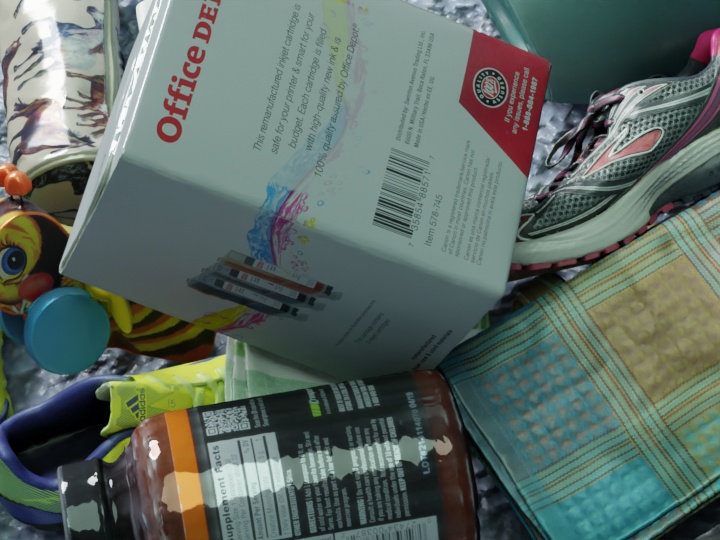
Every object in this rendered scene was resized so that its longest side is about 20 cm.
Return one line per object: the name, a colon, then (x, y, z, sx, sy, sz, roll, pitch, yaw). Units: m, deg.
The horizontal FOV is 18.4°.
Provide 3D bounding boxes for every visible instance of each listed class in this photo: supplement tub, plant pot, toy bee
supplement tub: (-0.047, 0.115, 1.097, 0.199, 0.107, 0.107, -9, 57, -6)
plant pot: (0.148, -0.189, 1.282, 0.160, 0.201, 0.201, -30, 59, 0)
toy bee: (-0.165, 0.000, 1.188, 0.131, 0.109, 0.199, 20, 19, 37)

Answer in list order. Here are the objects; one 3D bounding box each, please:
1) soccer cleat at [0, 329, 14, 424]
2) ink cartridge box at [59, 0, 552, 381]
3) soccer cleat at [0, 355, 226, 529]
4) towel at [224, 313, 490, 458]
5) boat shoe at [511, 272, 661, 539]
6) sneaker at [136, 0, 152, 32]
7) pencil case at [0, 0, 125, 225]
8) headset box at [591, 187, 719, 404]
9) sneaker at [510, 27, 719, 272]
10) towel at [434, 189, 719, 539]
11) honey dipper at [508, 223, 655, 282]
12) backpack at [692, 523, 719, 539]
soccer cleat: (-0.225, 0.056, 1.244, 0.083, 0.065, 0.201, 25, 54, -14)
ink cartridge box: (-0.030, -0.052, 1.119, 0.199, 0.145, 0.146, 21, 61, -11)
soccer cleat: (-0.103, 0.079, 1.183, 0.199, 0.084, 0.065, -21, 57, -8)
towel: (0.000, 0.000, 1.203, 0.152, 0.023, 0.201, 7, 63, -17)
boat shoe: (0.107, 0.093, 1.171, 0.063, 0.073, 0.202, -11, 64, -7)
sneaker: (-0.052, -0.076, 1.298, 0.115, 0.081, 0.200, -20, 64, -12)
pencil case: (-0.173, -0.118, 1.325, 0.089, 0.078, 0.201, -35, 48, 32)
headset box: (0.228, 0.028, 1.197, 0.199, 0.075, 0.149, -29, 59, -13)
sneaker: (0.137, -0.060, 1.210, 0.199, 0.081, 0.075, -30, 101, -12)
towel: (0.150, 0.054, 1.132, 0.199, 0.022, 0.147, -31, 61, -8)
honey dipper: (0.076, 0.002, 1.253, 0.199, 0.038, 0.038, -12, 57, -4)
backpack: (0.235, 0.160, 1.082, 0.166, 0.127, 0.200, 33, 64, 10)
